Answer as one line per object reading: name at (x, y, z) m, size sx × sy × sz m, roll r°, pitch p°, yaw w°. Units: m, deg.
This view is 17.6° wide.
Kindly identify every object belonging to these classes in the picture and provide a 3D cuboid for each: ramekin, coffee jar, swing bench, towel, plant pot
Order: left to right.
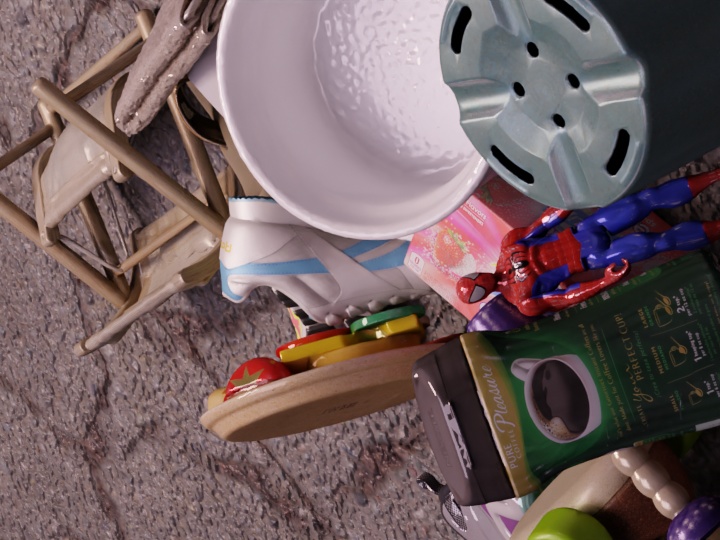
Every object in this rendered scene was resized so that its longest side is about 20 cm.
swing bench at (-0.194, -0.063, 1.844) m, size 0.200 × 0.130 × 0.199 m, roll 54°, pitch 143°, yaw -5°
towel at (-0.120, -0.183, 1.630) m, size 0.034 × 0.133 × 0.200 m, roll 27°, pitch 154°, yaw -10°
ramekin at (0.019, -0.126, 1.448) m, size 0.200 × 0.098 × 0.201 m, roll 7°, pitch 106°, yaw 27°
coffee jar at (0.134, 0.067, 1.397) m, size 0.085 × 0.199 × 0.105 m, roll -58°, pitch -51°, yaw -87°
plant pot at (0.161, -0.140, 1.317) m, size 0.200 × 0.196 × 0.201 m, roll 28°, pitch 134°, yaw 33°

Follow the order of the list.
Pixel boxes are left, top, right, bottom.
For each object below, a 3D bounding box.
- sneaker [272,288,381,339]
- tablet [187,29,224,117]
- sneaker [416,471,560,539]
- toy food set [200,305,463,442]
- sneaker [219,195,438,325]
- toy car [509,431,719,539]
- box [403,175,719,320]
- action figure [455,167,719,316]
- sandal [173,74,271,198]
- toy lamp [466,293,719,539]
sneaker at (-0.022, 0.018, 1.760) m, size 0.090 × 0.078 × 0.200 m, roll -101°, pitch -5°, yaw -50°
tablet at (-0.042, -0.185, 1.565) m, size 0.130 × 0.014 × 0.200 m, roll 47°, pitch 113°, yaw 41°
sneaker at (0.088, 0.141, 1.708) m, size 0.140 × 0.078 × 0.200 m, roll -4°, pitch 112°, yaw 49°
toy food set at (-0.019, 0.076, 1.660) m, size 0.200 × 0.197 × 0.049 m, roll 64°, pitch -170°, yaw -79°
sneaker at (0.000, 0.000, 1.640) m, size 0.199 × 0.077 × 0.081 m, roll 10°, pitch 93°, yaw 0°
toy car at (0.208, 0.207, 1.567) m, size 0.200 × 0.164 × 0.158 m, roll 41°, pitch 143°, yaw 0°
box at (0.138, 0.003, 1.532) m, size 0.200 × 0.095 × 0.103 m, roll 41°, pitch 140°, yaw 20°
action figure at (0.151, -0.020, 1.439) m, size 0.200 × 0.052 × 0.066 m, roll -23°, pitch 76°, yaw 16°
sandal at (-0.107, -0.124, 1.717) m, size 0.200 × 0.054 × 0.080 m, roll 63°, pitch 146°, yaw 35°
toy lamp at (0.146, 0.095, 1.464) m, size 0.200 × 0.058 × 0.058 m, roll 47°, pitch 142°, yaw 14°
